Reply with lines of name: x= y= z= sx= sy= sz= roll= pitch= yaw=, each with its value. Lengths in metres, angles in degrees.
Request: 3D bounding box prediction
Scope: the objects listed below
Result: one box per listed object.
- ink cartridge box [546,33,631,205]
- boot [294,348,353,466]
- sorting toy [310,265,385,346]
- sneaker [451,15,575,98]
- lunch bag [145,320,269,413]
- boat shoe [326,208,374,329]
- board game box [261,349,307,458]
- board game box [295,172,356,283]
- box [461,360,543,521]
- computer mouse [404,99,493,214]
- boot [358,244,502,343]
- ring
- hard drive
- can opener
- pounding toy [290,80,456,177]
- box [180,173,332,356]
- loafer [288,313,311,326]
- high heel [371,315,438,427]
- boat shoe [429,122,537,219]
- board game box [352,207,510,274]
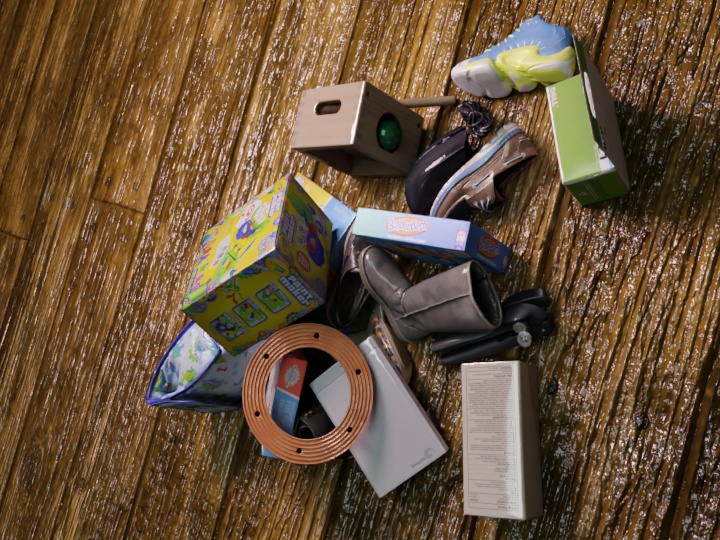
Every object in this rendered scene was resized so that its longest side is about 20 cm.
ink cartridge box: x=0.290 y=-0.193 z=0.888 sx=0.074 sy=0.198 sz=0.152 roll=-14 pitch=70 yaw=31
boot: x=-0.071 y=0.207 z=1.078 sx=0.077 sy=0.137 sz=0.203 roll=-38 pitch=67 yaw=24
sorting toy: x=-0.044 y=0.049 z=1.173 sx=0.181 sy=0.036 sz=0.206 roll=-17 pitch=69 yaw=32
sneaker: x=0.242 y=-0.334 z=1.046 sx=0.195 sy=0.076 sz=0.108 roll=7 pitch=71 yaw=29
lunch bag: x=-0.270 y=0.188 z=1.221 sx=0.199 sy=0.169 sz=0.129 roll=-43 pitch=55 yaw=19
boat shoe: x=0.000 y=0.000 z=1.087 sx=0.205 sy=0.070 sz=0.065 roll=-69 pitch=18 yaw=-1
board game box: x=-0.130 y=0.203 z=1.112 sx=0.200 sy=0.039 sz=0.158 roll=-157 pitch=80 yaw=-80
board game box: x=-0.092 y=-0.068 z=1.193 sx=0.155 sy=0.040 sz=0.199 roll=-55 pitch=46 yaw=2
box: x=0.196 y=0.233 z=0.930 sx=0.093 sy=0.077 sz=0.207 roll=-6 pitch=75 yaw=34
computer mouse: x=0.125 y=-0.183 z=1.068 sx=0.202 sy=0.052 sz=0.139 roll=-54 pitch=18 yaw=21
boot: x=0.098 y=0.022 z=0.988 sx=0.184 sy=0.072 sz=0.199 roll=56 pitch=150 yaw=-6
ring: x=-0.078 y=0.182 z=0.995 sx=0.194 sy=0.019 sz=0.207 roll=0 pitch=84 yaw=-1
hard drive: x=0.025 y=0.220 z=1.015 sx=0.131 sy=0.027 sz=0.202 roll=-37 pitch=81 yaw=15
can opener: x=0.193 y=0.097 z=0.987 sx=0.198 sy=0.079 sz=0.064 roll=-31 pitch=101 yaw=29
pounding toy: x=0.023 y=-0.247 z=1.121 sx=0.197 sy=0.182 sz=0.147 roll=7 pitch=83 yaw=44
box: x=-0.155 y=-0.011 z=1.052 sx=0.190 sy=0.122 sz=0.203 roll=-30 pitch=32 yaw=23
loafer: x=-0.134 y=0.062 z=1.197 sx=0.064 sy=0.071 sz=0.200 roll=-51 pitch=33 yaw=5
high heel: x=0.022 y=0.188 z=1.067 sx=0.141 sy=0.071 sz=0.204 roll=-31 pitch=71 yaw=18
boat shoe: x=0.187 y=-0.129 z=1.028 sx=0.201 sy=0.072 sz=0.073 roll=-50 pitch=63 yaw=20
board game box: x=0.108 y=-0.044 z=1.015 sx=0.196 sy=0.151 sz=0.046 roll=11 pitch=84 yaw=36
